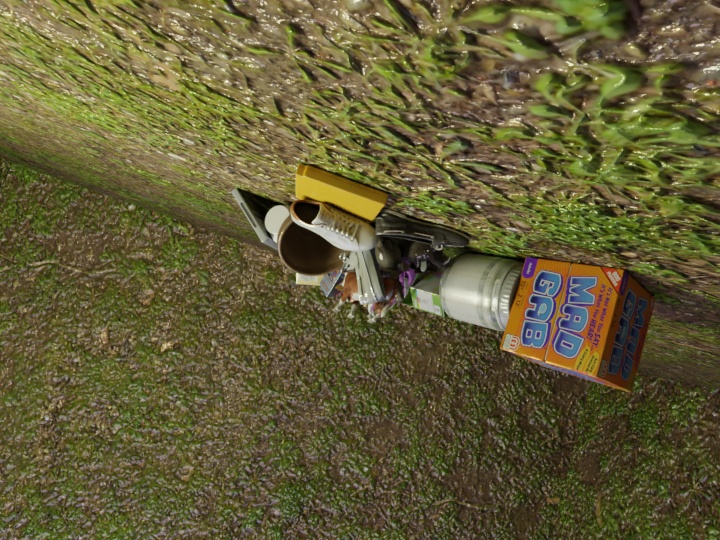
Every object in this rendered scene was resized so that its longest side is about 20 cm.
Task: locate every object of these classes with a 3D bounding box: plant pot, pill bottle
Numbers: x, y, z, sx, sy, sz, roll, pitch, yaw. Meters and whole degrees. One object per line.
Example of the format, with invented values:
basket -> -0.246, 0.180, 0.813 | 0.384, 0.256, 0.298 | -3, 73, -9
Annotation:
plant pot -> -0.105, -0.092, 1.210 | 0.200, 0.201, 0.093 | 22, -151, -36
pill bottle -> -0.175, -0.110, 1.400 | 0.112, 0.113, 0.200 | 16, 174, 26

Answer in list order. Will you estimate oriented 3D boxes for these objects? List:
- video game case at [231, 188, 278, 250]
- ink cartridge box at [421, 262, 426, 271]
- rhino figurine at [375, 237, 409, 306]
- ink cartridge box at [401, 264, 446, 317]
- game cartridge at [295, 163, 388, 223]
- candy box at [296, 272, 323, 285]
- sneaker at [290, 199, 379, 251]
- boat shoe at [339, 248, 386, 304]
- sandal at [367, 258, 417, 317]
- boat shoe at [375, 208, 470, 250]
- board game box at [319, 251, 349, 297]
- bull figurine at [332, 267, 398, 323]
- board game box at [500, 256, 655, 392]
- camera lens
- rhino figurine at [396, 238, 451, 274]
video game case -> -0.271, -0.131, 1.450 | 0.183, 0.022, 0.200 | 56, -173, 18
ink cartridge box -> 0.125, -0.023, 1.635 | 0.198, 0.047, 0.198 | 15, 174, 13
rhino figurine -> 0.076, -0.008, 1.219 | 0.059, 0.202, 0.087 | -17, -163, -19
ink cartridge box -> 0.180, 0.034, 1.422 | 0.199, 0.148, 0.076 | 15, 134, 36
game cartridge -> -0.044, -0.151, 1.014 | 0.175, 0.033, 0.200 | 19, 172, -6
candy box -> -0.080, 0.002, 1.459 | 0.198, 0.056, 0.116 | 5, -161, -2
sneaker -> -0.056, -0.093, 1.060 | 0.198, 0.073, 0.085 | 19, 175, 1
boat shoe -> -0.009, -0.018, 1.130 | 0.085, 0.204, 0.075 | -18, 165, 11
sandal -> 0.095, 0.051, 1.339 | 0.082, 0.203, 0.050 | 18, -154, -28
boat shoe -> 0.126, -0.072, 1.061 | 0.198, 0.057, 0.067 | 18, 173, 5
board game box -> 0.000, 0.000, 1.330 | 0.200, 0.200, 0.062 | 32, -163, -42
bull figurine -> 0.003, 0.054, 1.196 | 0.065, 0.122, 0.199 | 34, 161, -37
board game box -> 0.443, 0.108, 1.036 | 0.199, 0.201, 0.199 | 23, 172, -42
camera lens -> 0.291, 0.048, 1.158 | 0.159, 0.161, 0.199 | 23, 173, -41
rhino figurine -> 0.148, -0.038, 1.214 | 0.059, 0.088, 0.199 | -11, -171, -29
